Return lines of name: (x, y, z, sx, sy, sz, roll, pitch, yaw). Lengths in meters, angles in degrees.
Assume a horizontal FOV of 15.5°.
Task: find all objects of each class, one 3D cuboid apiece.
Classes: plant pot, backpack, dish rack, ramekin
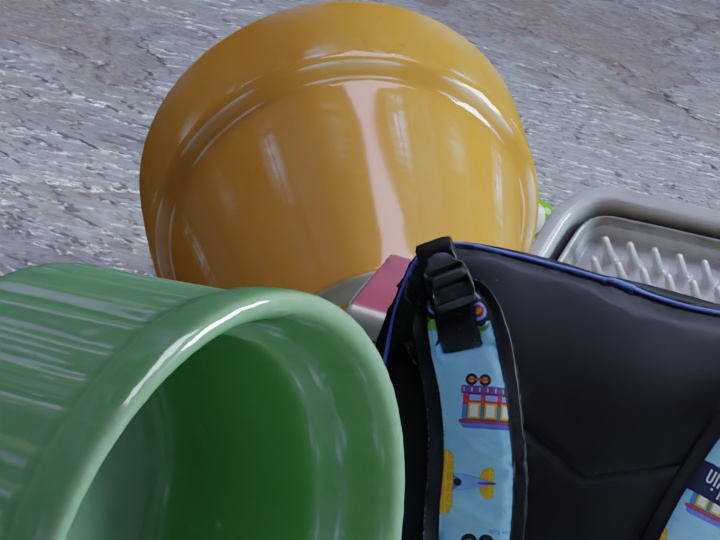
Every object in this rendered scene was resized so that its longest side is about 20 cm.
plant pot: (0.000, 0.000, 1.284, 0.200, 0.200, 0.183, 10, 32, -17)
backpack: (0.080, 0.104, 0.983, 0.182, 0.200, 0.135, 13, -5, 4)
dish rack: (0.164, 0.044, 1.357, 0.200, 0.044, 0.172, 15, 56, 28)
ramekin: (-0.080, 0.093, 0.845, 0.098, 0.200, 0.200, 15, 14, 31)

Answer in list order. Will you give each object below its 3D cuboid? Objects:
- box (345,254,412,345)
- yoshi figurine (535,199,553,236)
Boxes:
box: (0.081, 0.088, 1.123, 0.200, 0.128, 0.109, 17, 15, 6)
yoshi figurine: (0.029, -0.058, 1.655, 0.200, 0.113, 0.112, 20, 32, 11)
